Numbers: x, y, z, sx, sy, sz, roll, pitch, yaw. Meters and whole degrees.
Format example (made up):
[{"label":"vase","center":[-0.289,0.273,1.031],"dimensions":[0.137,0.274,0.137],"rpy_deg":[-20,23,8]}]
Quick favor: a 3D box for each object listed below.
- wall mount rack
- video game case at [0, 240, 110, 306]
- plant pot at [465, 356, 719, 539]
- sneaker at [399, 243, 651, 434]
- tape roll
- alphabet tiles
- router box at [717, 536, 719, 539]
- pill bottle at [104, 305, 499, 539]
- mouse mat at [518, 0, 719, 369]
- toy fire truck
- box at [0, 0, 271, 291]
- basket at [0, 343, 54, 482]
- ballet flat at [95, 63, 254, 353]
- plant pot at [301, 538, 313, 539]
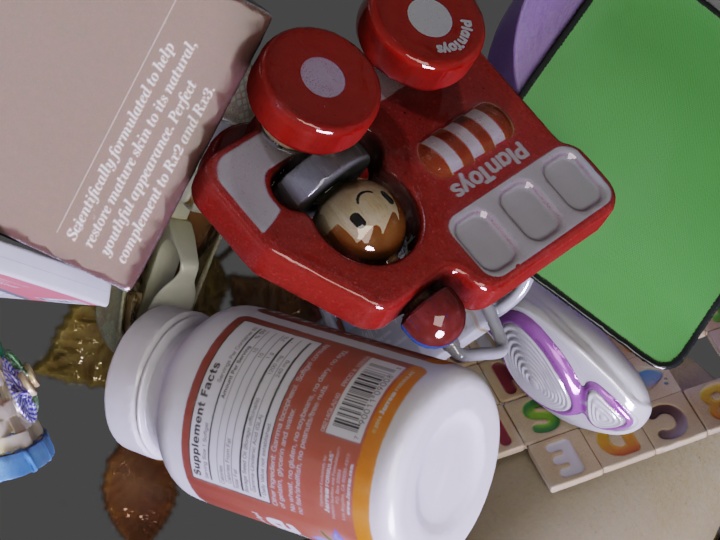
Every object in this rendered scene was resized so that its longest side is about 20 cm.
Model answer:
[{"label":"wall mount rack","center":[0.000,0.000,1.442],"dimensions":[0.075,0.200,0.174],"rpy_deg":[-1,61,-48]},{"label":"video game case","center":[-0.250,-0.006,1.330],"dimensions":[0.200,0.143,0.017],"rpy_deg":[5,83,21]},{"label":"plant pot","center":[0.134,0.141,1.513],"dimensions":[0.200,0.187,0.187],"rpy_deg":[-44,111,-16]},{"label":"sneaker","center":[0.108,0.010,1.465],"dimensions":[0.100,0.200,0.075],"rpy_deg":[-31,150,-24]},{"label":"tape roll","center":[0.175,-0.105,1.466],"dimensions":[0.200,0.066,0.200],"rpy_deg":[3,76,-13]},{"label":"alphabet tiles","center":[0.137,0.046,1.491],"dimensions":[0.200,0.167,0.008],"rpy_deg":[-18,141,-13]},{"label":"router box","center":[0.241,0.288,1.625],"dimensions":[0.150,0.062,0.200],"rpy_deg":[36,92,-22]},{"label":"pill bottle","center":[-0.035,0.082,1.364],"dimensions":[0.112,0.200,0.112],"rpy_deg":[-30,127,-49]},{"label":"mouse mat","center":[0.160,-0.063,1.415],"dimensions":[0.161,0.008,0.200],"rpy_deg":[37,72,-2]},{"label":"toy fire truck","center":[0.021,-0.047,1.310],"dimensions":[0.200,0.112,0.168],"rpy_deg":[-34,77,-37]},{"label":"box","center":[-0.173,-0.113,1.339],"dimensions":[0.164,0.200,0.166],"rpy_deg":[26,96,-20]},{"label":"basket","center":[-0.237,0.116,1.391],"dimensions":[0.139,0.176,0.200],"rpy_deg":[-6,97,-5]},{"label":"ballet flat","center":[-0.095,-0.031,1.431],"dimensions":[0.067,0.062,0.200],"rpy_deg":[8,116,-24]},{"label":"plant pot","center":[0.001,0.220,1.434],"dimensions":[0.201,0.093,0.201],"rpy_deg":[2,118,4]}]
